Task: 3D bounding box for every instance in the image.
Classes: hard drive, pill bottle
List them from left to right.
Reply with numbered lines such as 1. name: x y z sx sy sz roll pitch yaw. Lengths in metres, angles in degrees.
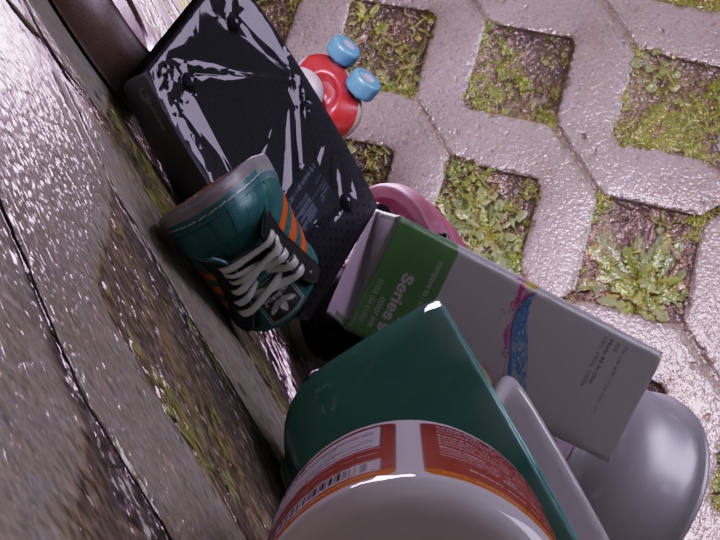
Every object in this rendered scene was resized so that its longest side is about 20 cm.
1. hard drive: -0.071 -0.078 1.202 0.201 0.042 0.135 57 42 -27
2. pill bottle: 0.019 0.115 0.664 0.113 0.112 0.200 59 3 -2

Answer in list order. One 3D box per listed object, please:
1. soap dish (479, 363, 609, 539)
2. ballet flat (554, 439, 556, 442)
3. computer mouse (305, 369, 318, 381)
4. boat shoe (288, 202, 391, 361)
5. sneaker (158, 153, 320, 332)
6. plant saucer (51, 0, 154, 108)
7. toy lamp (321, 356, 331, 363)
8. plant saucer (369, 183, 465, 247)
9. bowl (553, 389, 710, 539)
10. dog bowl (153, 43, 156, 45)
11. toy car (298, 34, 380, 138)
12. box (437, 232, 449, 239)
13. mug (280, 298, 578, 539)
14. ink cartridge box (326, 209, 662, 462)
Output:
1. soap dish: 0.085 0.178 1.117 0.201 0.081 0.157 59 29 -12
2. ballet flat: 0.104 0.192 1.223 0.070 0.069 0.202 -115 -158 -66
3. computer mouse: 0.044 0.116 1.229 0.139 0.052 0.200 63 19 10
4. boat shoe: 0.001 0.002 1.405 0.202 0.063 0.074 -65 137 -61
5. sneaker: -0.058 -0.010 1.050 0.080 0.071 0.200 56 1 6
6. plant saucer: -0.183 -0.196 1.190 0.201 0.032 0.200 60 4 -6
7. toy lamp: 0.013 0.102 1.384 0.058 0.058 0.200 58 1 -37
8. plant saucer: 0.040 0.026 1.572 0.200 0.050 0.202 14 -74 61
9. bowl: 0.155 0.151 1.386 0.090 0.201 0.201 43 10 -29
10. dog bowl: -0.110 -0.099 1.314 0.112 0.049 0.200 58 4 -34
11. toy car: -0.104 -0.331 3.363 0.199 0.184 0.178 12 39 -46
12. box: 0.057 0.092 1.416 0.143 0.036 0.202 115 -35 -64
13. mug: 0.034 0.118 0.927 0.152 0.114 0.186 58 4 -46
14. ink cartridge box: 0.086 0.041 1.247 0.199 0.088 0.145 26 0 -7
